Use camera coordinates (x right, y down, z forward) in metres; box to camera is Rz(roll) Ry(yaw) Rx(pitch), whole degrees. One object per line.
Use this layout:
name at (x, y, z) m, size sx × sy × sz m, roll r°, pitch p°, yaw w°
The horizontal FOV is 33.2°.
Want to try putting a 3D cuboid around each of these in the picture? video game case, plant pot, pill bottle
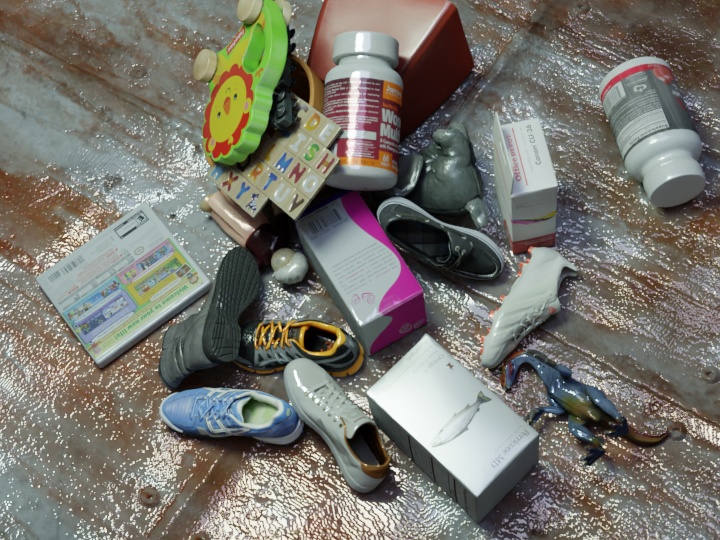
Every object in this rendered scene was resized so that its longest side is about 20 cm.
video game case at (-0.345, 0.018, 1.762) m, size 0.200 × 0.022 × 0.182 m, roll -36°, pitch 64°, yaw -12°
plant pot at (0.029, -0.313, 1.798) m, size 0.199 × 0.200 × 0.177 m, roll 29°, pitch 81°, yaw 20°
pill bottle at (0.002, -0.216, 1.646) m, size 0.109 × 0.110 × 0.201 m, roll 3°, pitch 83°, yaw 9°
plant pot at (-0.108, -0.195, 1.749) m, size 0.199 × 0.140 × 0.201 m, roll -16°, pitch 60°, yaw 30°
pill bottle at (0.419, -0.195, 1.718) m, size 0.110 × 0.111 × 0.201 m, roll -13°, pitch 62°, yaw 1°

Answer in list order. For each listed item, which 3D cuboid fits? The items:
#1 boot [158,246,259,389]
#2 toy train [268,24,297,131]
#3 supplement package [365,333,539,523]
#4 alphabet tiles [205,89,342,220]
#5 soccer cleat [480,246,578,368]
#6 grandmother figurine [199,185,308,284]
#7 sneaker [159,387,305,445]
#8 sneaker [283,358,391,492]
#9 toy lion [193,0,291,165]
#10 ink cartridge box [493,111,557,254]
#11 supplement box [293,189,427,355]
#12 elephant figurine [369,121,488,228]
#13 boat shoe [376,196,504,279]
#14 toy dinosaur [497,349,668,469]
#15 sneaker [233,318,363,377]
boot at (-0.218, 0.061, 1.678) m, size 0.131 × 0.070 × 0.201 m, roll -25°, pitch 35°, yaw 37°
toy train at (-0.113, -0.271, 1.670) m, size 0.046 × 0.034 × 0.201 m, roll -31°, pitch 46°, yaw 34°
supplement package at (0.119, 0.202, 1.546) m, size 0.117 × 0.117 × 0.200 m, roll -42°, pitch 65°, yaw -15°
alphabet tiles at (-0.112, -0.152, 1.633) m, size 0.167 × 0.008 × 0.200 m, roll -53°, pitch 48°, yaw 3°
soccer cleat at (0.227, 0.053, 1.640) m, size 0.077 × 0.069 × 0.200 m, roll 26°, pitch 66°, yaw 16°
grandmother figurine at (-0.150, -0.048, 1.748) m, size 0.200 × 0.060 × 0.122 m, roll 42°, pitch 104°, yaw 26°
sneaker at (-0.175, 0.185, 1.619) m, size 0.199 × 0.077 × 0.076 m, roll 2°, pitch 64°, yaw 10°
sneaker at (-0.023, 0.186, 1.572) m, size 0.073 × 0.085 × 0.200 m, roll -28°, pitch 73°, yaw -35°
toy lion at (-0.159, -0.252, 1.650) m, size 0.068 × 0.200 × 0.192 m, roll 13°, pitch 48°, yaw -34°
ink cartridge box at (0.226, -0.124, 1.656) m, size 0.067 × 0.200 × 0.117 m, roll -12°, pitch 61°, yaw 1°
supplement box at (0.000, 0.000, 1.678) m, size 0.101 × 0.104 × 0.200 m, roll -28°, pitch 61°, yaw -8°
elephant figurine at (0.070, -0.124, 1.734) m, size 0.199 × 0.142 × 0.155 m, roll -15°, pitch 17°, yaw 10°
boat shoe at (0.112, -0.034, 1.651) m, size 0.199 × 0.070 × 0.066 m, roll 30°, pitch 25°, yaw -18°
toy dinosaur at (0.269, 0.174, 1.585) m, size 0.105 × 0.199 × 0.182 m, roll -57°, pitch 38°, yaw 18°
sneaker at (-0.096, 0.096, 1.655) m, size 0.199 × 0.077 × 0.079 m, roll 2°, pitch 64°, yaw 11°
